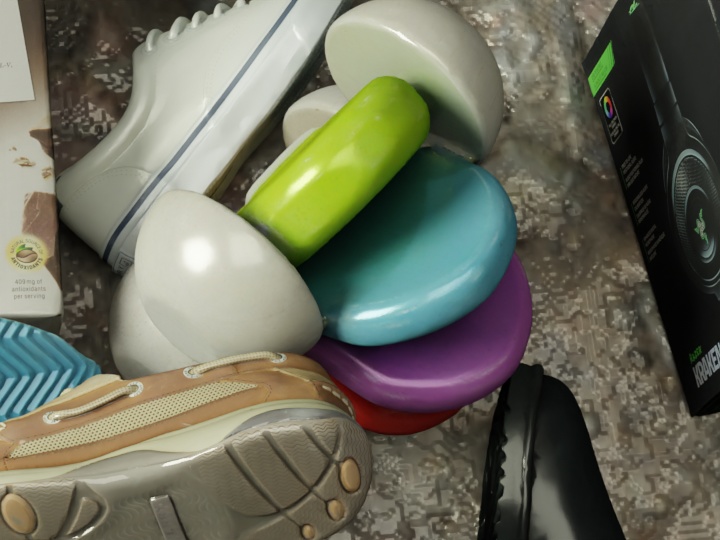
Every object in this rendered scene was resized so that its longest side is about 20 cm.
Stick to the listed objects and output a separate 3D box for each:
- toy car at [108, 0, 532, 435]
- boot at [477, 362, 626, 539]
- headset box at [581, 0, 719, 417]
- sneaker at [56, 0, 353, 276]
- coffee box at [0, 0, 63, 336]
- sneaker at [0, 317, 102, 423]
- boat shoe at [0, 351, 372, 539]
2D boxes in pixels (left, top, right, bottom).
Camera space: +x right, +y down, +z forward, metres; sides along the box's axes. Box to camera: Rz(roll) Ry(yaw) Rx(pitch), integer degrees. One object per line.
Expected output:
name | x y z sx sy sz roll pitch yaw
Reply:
toy car | 0.000 0.000 0.829 0.150 0.200 0.175 42 66 2
boot | 0.134 0.144 0.858 0.168 0.076 0.200 3 79 -1
headset box | 0.181 -0.058 0.877 0.093 0.174 0.200 -12 75 -10
sneaker | -0.068 -0.090 0.914 0.071 0.073 0.200 36 72 2
coffee box | -0.176 -0.055 0.863 0.080 0.113 0.200 -2 71 -14
sneaker | -0.200 0.055 0.776 0.200 0.081 0.077 -5 93 -14
boat shoe | -0.096 0.078 0.737 0.200 0.076 0.072 -11 35 -2
